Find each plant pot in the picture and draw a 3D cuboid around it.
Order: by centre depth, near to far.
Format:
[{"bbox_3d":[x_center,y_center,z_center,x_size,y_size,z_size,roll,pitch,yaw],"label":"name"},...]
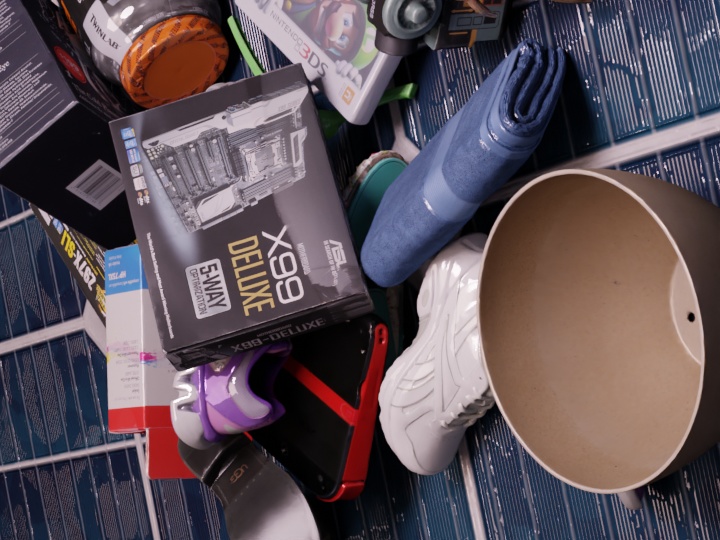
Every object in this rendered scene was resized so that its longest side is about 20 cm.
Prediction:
[{"bbox_3d":[0.188,0.030,1.229,0.200,0.134,0.201,15,109,52],"label":"plant pot"}]

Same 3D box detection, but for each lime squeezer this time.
[{"bbox_3d":[-0.048,-0.144,1.551,0.200,0.038,0.071,25,111,35],"label":"lime squeezer"}]

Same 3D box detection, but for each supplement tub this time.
[{"bbox_3d":[-0.200,-0.244,1.703,0.200,0.122,0.123,58,137,29],"label":"supplement tub"}]

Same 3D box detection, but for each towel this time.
[{"bbox_3d":[0.074,-0.072,1.392,0.048,0.112,0.200,34,135,-10],"label":"towel"}]

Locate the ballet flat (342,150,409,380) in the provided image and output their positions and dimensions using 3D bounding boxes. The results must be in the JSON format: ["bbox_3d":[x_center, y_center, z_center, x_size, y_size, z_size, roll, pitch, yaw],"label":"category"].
[{"bbox_3d":[0.000,0.000,1.530,0.064,0.075,0.201,30,118,60],"label":"ballet flat"}]

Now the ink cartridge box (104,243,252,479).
[{"bbox_3d":[-0.157,0.080,1.694,0.067,0.116,0.201,-9,81,52],"label":"ink cartridge box"}]

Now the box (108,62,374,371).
[{"bbox_3d":[-0.090,-0.041,1.469,0.050,0.157,0.201,65,-171,-67],"label":"box"}]

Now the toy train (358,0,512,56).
[{"bbox_3d":[0.060,-0.244,1.353,0.085,0.114,0.201,48,138,48],"label":"toy train"}]

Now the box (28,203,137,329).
[{"bbox_3d":[-0.239,-0.058,1.855,0.200,0.049,0.160,53,137,33],"label":"box"}]

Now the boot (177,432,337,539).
[{"bbox_3d":[-0.057,0.205,1.592,0.069,0.174,0.200,-40,52,2],"label":"boot"}]

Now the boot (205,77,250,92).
[{"bbox_3d":[-0.089,-0.061,1.612,0.073,0.095,0.201,2,99,53],"label":"boot"}]

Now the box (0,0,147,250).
[{"bbox_3d":[-0.265,-0.140,1.703,0.104,0.200,0.182,-39,59,9],"label":"box"}]

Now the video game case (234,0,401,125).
[{"bbox_3d":[-0.007,-0.244,1.498,0.182,0.023,0.200,48,120,36],"label":"video game case"}]

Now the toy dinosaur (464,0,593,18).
[{"bbox_3d":[0.154,-0.221,1.276,0.200,0.086,0.136,19,123,33],"label":"toy dinosaur"}]

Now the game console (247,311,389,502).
[{"bbox_3d":[-0.052,0.071,1.548,0.200,0.031,0.177,37,125,40],"label":"game console"}]

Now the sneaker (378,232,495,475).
[{"bbox_3d":[0.078,0.079,1.439,0.099,0.078,0.201,39,127,38],"label":"sneaker"}]

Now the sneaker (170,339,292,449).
[{"bbox_3d":[-0.093,0.038,1.513,0.088,0.080,0.201,-4,80,25],"label":"sneaker"}]

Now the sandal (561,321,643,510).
[{"bbox_3d":[0.164,0.064,1.336,0.050,0.082,0.203,-23,73,9],"label":"sandal"}]
